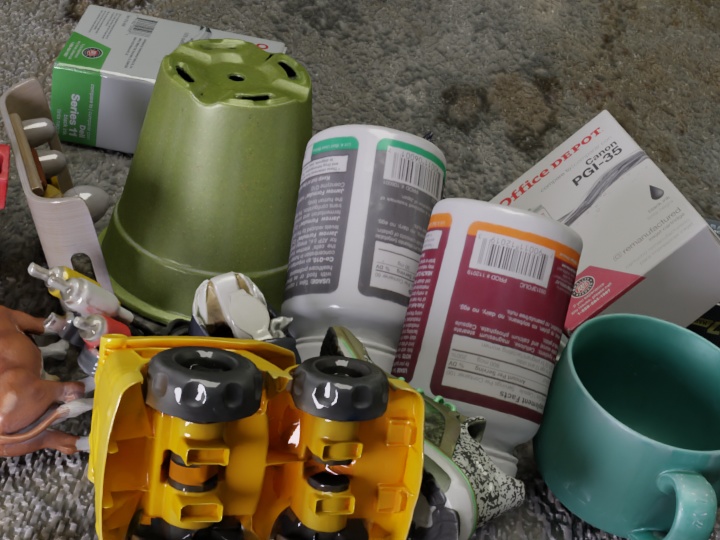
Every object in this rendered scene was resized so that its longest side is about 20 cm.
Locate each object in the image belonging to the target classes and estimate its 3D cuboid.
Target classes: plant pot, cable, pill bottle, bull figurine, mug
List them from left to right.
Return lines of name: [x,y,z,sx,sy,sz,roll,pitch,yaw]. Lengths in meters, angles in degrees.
bull figurine: [-0.256,0.065,1.326,0.121,0.065,0.200,1,37,-29]
cable: [-0.155,0.047,1.331,0.200,0.050,0.097,16,25,-50]
plant pot: [-0.112,-0.081,1.494,0.199,0.190,0.200,9,30,-5]
pill bottle: [0.000,0.000,1.385,0.113,0.113,0.201,9,72,-3]
pill bottle: [0.084,0.058,1.304,0.114,0.201,0.114,15,-7,2]
mug: [0.196,0.129,1.314,0.152,0.115,0.185,28,35,12]

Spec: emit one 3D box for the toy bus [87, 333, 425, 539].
toy bus: [-0.080,0.101,1.160,0.199,0.136,0.192,2,16,-18]

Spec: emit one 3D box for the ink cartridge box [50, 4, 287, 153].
ink cartridge box: [-0.179,-0.171,1.720,0.199,0.083,0.147,11,31,1]

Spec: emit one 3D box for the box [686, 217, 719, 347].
box: [0.342,0.018,1.613,0.199,0.051,0.158,14,31,7]

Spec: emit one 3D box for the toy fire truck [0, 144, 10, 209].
toy fire truck: [-0.310,-0.070,1.457,0.049,0.141,0.200,3,32,-13]

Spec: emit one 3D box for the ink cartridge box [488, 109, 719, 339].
ink cartridge box: [0.208,-0.023,1.536,0.083,0.146,0.200,46,8,-37]

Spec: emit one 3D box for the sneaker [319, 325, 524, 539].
sneaker: [0.038,0.110,1.221,0.088,0.077,0.200,-9,44,-32]

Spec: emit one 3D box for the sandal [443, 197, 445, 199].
sandal: [0.042,-0.043,1.514,0.200,0.055,0.082,34,31,-6]

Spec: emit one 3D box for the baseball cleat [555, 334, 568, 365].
baseball cleat: [0.083,0.032,1.488,0.199,0.070,0.107,16,32,7]

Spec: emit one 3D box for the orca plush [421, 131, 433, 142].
orca plush: [0.041,-0.039,1.622,0.105,0.071,0.200,-31,21,18]

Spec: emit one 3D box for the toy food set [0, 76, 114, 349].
toy food set: [-0.227,-0.047,1.433,0.060,0.144,0.200,-17,37,-8]

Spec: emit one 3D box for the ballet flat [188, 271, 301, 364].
ballet flat: [-0.084,0.039,1.313,0.073,0.073,0.200,0,18,-17]
